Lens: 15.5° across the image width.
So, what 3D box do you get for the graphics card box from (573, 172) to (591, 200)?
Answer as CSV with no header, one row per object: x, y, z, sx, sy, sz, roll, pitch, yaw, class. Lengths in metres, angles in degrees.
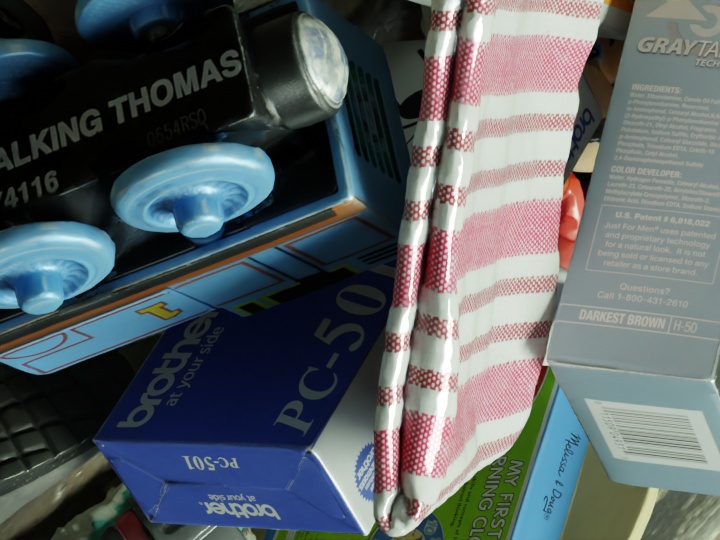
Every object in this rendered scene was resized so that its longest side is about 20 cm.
0.145,-0.037,1.104,0.125,0.051,0.200,-35,-172,-34,graphics card box

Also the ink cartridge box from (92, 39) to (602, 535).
0.000,0.000,0.897,0.044,0.094,0.200,59,47,-33,ink cartridge box

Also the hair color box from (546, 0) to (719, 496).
0.125,-0.033,0.920,0.099,0.060,0.201,58,43,-57,hair color box

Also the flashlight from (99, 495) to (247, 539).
-0.120,0.150,0.940,0.200,0.068,0.068,-35,153,-7,flashlight

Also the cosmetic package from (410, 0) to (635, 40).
0.031,-0.141,0.868,0.200,0.071,0.102,6,95,-60,cosmetic package

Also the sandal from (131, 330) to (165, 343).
-0.040,0.020,0.965,0.069,0.078,0.212,-15,147,6,sandal

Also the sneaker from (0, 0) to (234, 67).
-0.082,-0.072,0.842,0.082,0.077,0.200,-23,151,4,sneaker

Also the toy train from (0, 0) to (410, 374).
-0.082,-0.020,0.777,0.199,0.087,0.114,-22,156,20,toy train

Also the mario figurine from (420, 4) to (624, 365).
0.053,-0.042,1.009,0.200,0.106,0.123,-45,131,6,mario figurine

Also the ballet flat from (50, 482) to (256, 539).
-0.124,0.145,1.031,0.200,0.072,0.072,-34,148,-28,ballet flat

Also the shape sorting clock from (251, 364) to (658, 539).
0.030,0.087,1.050,0.200,0.200,0.039,-49,129,-5,shape sorting clock

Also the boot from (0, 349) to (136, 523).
-0.168,0.101,0.914,0.199,0.070,0.132,-27,149,-21,boot

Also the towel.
0.044,-0.027,0.794,0.146,0.030,0.201,-23,122,-72,towel
